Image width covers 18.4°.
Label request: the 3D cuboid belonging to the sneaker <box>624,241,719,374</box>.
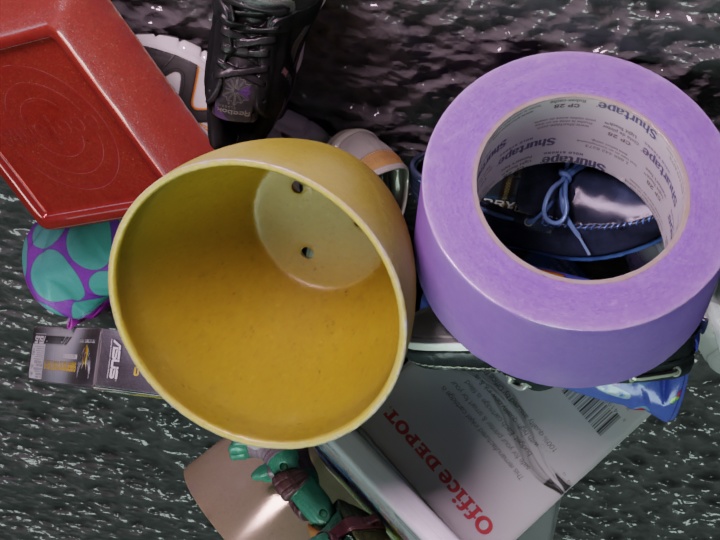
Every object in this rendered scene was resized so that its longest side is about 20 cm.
[{"bbox_3d":[0.235,0.004,1.591,0.082,0.075,0.200,8,147,36],"label":"sneaker"}]

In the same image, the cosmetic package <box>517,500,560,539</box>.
[{"bbox_3d":[0.122,0.134,1.714,0.081,0.201,0.113,11,158,7],"label":"cosmetic package"}]

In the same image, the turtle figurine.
[{"bbox_3d":[-0.026,0.210,1.624,0.100,0.201,0.150,-22,151,-13],"label":"turtle figurine"}]

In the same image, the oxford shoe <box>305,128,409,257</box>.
[{"bbox_3d":[0.000,0.000,1.567,0.075,0.201,0.058,-16,-150,-37],"label":"oxford shoe"}]

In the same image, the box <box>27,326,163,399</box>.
[{"bbox_3d":[-0.169,0.079,1.807,0.158,0.049,0.200,10,176,-24],"label":"box"}]

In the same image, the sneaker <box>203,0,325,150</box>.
[{"bbox_3d":[-0.064,-0.142,1.410,0.075,0.088,0.200,12,153,2],"label":"sneaker"}]

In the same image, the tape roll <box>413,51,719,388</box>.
[{"bbox_3d":[0.135,-0.033,1.407,0.199,0.201,0.085,11,152,4],"label":"tape roll"}]

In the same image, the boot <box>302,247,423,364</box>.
[{"bbox_3d":[-0.002,0.006,1.654,0.076,0.199,0.169,40,145,49],"label":"boot"}]

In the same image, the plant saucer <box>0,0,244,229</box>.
[{"bbox_3d":[-0.204,-0.104,1.514,0.199,0.037,0.200,-7,129,44],"label":"plant saucer"}]

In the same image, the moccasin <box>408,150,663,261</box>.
[{"bbox_3d":[0.122,-0.049,1.513,0.199,0.081,0.068,-2,145,25],"label":"moccasin"}]

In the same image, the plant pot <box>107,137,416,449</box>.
[{"bbox_3d":[-0.044,-0.006,1.438,0.199,0.142,0.201,9,118,17],"label":"plant pot"}]

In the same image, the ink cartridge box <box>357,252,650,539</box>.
[{"bbox_3d":[0.106,0.098,1.606,0.145,0.200,0.084,49,170,2],"label":"ink cartridge box"}]

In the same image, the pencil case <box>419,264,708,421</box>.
[{"bbox_3d":[0.141,0.038,1.532,0.199,0.078,0.087,18,125,-2],"label":"pencil case"}]

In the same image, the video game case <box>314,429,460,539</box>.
[{"bbox_3d":[0.024,0.169,1.595,0.200,0.022,0.182,44,171,27],"label":"video game case"}]

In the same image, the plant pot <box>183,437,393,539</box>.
[{"bbox_3d":[-0.007,0.155,1.794,0.187,0.200,0.187,44,-175,-5],"label":"plant pot"}]

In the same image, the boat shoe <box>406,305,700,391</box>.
[{"bbox_3d":[0.124,0.051,1.456,0.199,0.076,0.061,-3,117,3],"label":"boat shoe"}]

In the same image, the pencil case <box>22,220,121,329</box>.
[{"bbox_3d":[-0.165,-0.016,1.687,0.199,0.085,0.093,-12,102,41],"label":"pencil case"}]

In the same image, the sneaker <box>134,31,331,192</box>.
[{"bbox_3d":[-0.105,-0.094,1.530,0.199,0.080,0.074,28,151,-23],"label":"sneaker"}]
